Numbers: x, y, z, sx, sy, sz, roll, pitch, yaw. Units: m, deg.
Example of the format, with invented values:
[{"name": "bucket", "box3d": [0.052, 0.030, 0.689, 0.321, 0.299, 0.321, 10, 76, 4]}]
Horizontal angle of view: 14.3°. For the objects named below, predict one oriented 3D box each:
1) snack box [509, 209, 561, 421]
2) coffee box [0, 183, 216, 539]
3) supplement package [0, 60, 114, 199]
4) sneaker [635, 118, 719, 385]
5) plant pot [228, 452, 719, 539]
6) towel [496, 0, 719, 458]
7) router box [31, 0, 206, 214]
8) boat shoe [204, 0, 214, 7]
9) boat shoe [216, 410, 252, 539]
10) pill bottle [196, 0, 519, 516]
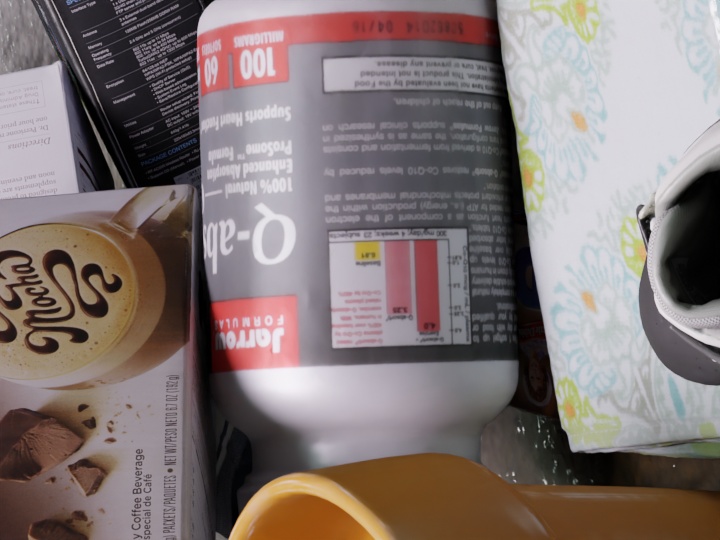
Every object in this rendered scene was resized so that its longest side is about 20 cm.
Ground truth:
[{"name": "snack box", "box3d": [0.038, 0.009, 1.138, 0.200, 0.024, 0.072, 14, 108, 62]}, {"name": "coffee box", "box3d": [-0.110, 0.070, 1.032, 0.080, 0.112, 0.201, 83, -176, -47]}, {"name": "supplement package", "box3d": [-0.189, 0.047, 1.203, 0.147, 0.190, 0.201, 75, -176, -70]}, {"name": "sneaker", "box3d": [0.107, -0.009, 0.819, 0.074, 0.088, 0.200, 58, 155, 11]}, {"name": "plant pot", "box3d": [0.074, 0.149, 0.928, 0.200, 0.182, 0.201, 29, 123, 57]}, {"name": "towel", "box3d": [0.106, -0.034, 0.962, 0.171, 0.048, 0.201, -6, 92, 63]}, {"name": "router box", "box3d": [-0.110, -0.121, 1.256, 0.150, 0.062, 0.200, 66, 175, -28]}, {"name": "boat shoe", "box3d": [-0.028, -0.126, 1.187, 0.200, 0.070, 0.070, -156, 58, -72]}, {"name": "boat shoe", "box3d": [-0.015, 0.067, 1.194, 0.093, 0.075, 0.200, 37, 151, 7]}, {"name": "pill bottle", "box3d": [0.000, 0.000, 1.051, 0.116, 0.115, 0.201, -9, 82, 64]}]
